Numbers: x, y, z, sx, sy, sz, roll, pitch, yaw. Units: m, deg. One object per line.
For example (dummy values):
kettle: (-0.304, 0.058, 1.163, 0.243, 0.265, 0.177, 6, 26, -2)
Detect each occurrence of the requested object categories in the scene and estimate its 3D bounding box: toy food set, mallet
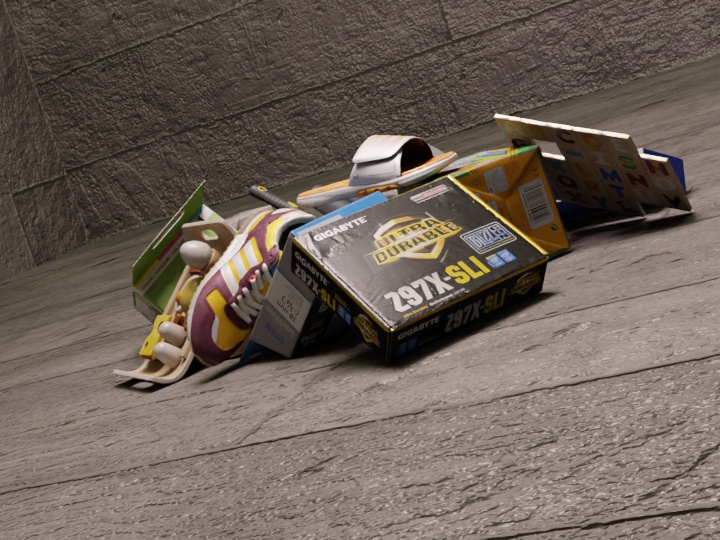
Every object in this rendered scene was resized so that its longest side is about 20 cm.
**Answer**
toy food set: (-0.219, 0.036, 1.650, 0.143, 0.060, 0.202, -3, 59, 63)
mallet: (-0.069, -0.060, 1.644, 0.199, 0.042, 0.066, 24, 26, 36)

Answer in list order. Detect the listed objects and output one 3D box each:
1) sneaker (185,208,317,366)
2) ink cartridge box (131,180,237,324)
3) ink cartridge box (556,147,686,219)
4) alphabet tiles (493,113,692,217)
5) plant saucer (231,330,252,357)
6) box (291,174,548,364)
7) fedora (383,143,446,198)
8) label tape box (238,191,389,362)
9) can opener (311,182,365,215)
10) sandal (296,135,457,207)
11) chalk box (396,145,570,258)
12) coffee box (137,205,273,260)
sneaker: (-0.115, 0.014, 1.539, 0.090, 0.075, 0.201, -2, 55, 47)
ink cartridge box: (-0.219, -0.010, 1.809, 0.148, 0.076, 0.200, -51, -3, -16)
ink cartridge box: (0.276, -0.099, 1.693, 0.199, 0.045, 0.093, -11, -13, 42)
alphabet tiles: (0.259, -0.108, 1.555, 0.199, 0.167, 0.008, 15, 68, 35)
plant saucer: (-0.129, 0.015, 1.658, 0.199, 0.035, 0.201, -32, 31, 21)
box: (0.057, -0.006, 1.375, 0.199, 0.050, 0.160, -22, 48, -29)
fedora: (0.067, -0.076, 1.789, 0.090, 0.177, 0.200, -50, 10, -21)
label tape box: (-0.037, 0.026, 1.523, 0.144, 0.063, 0.201, -27, -29, -43)
can opener: (0.008, -0.043, 1.729, 0.053, 0.068, 0.200, -11, 28, -34)
sandal: (0.008, -0.117, 1.587, 0.205, 0.060, 0.079, -12, 11, 31)
chalk box: (0.125, -0.061, 1.611, 0.123, 0.126, 0.200, -21, 7, -19)
coffee box: (-0.201, -0.004, 2.007, 0.199, 0.115, 0.079, -27, 12, -40)
